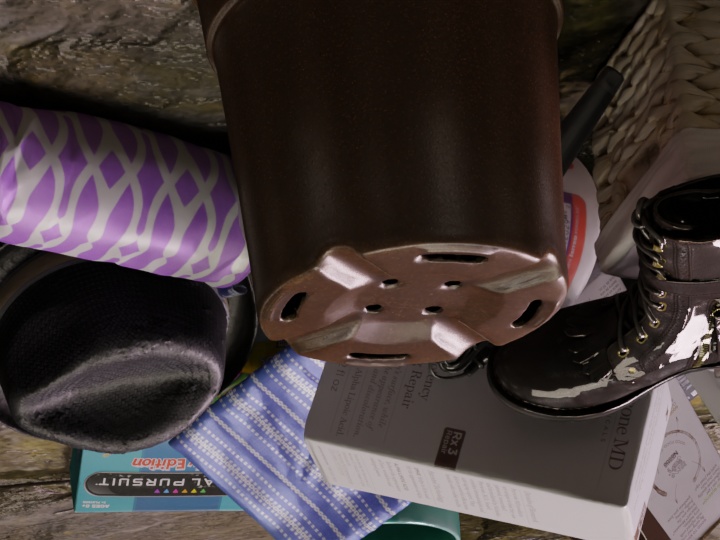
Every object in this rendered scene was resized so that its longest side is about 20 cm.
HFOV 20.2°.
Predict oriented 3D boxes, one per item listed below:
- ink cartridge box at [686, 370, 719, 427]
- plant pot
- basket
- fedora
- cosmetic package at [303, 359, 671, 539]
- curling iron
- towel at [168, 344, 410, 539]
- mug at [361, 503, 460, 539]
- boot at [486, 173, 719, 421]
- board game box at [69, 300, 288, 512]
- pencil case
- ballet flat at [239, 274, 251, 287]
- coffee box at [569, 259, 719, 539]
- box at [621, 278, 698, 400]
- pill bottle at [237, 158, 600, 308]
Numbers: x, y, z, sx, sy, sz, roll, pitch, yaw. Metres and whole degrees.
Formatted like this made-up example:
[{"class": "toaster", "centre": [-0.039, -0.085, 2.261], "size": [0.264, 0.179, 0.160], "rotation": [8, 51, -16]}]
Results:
[{"class": "ink cartridge box", "centre": [0.339, 0.057, 1.416], "size": [0.199, 0.117, 0.068], "rotation": [-18, 144, -17]}, {"class": "plant pot", "centre": [0.016, -0.071, 0.992], "size": [0.198, 0.200, 0.201], "rotation": [-4, 156, -2]}, {"class": "basket", "centre": [0.236, -0.073, 1.129], "size": [0.198, 0.124, 0.136], "rotation": [1, 156, -16]}, {"class": "fedora", "centre": [-0.158, 0.055, 1.283], "size": [0.199, 0.092, 0.202], "rotation": [-7, 123, -10]}, {"class": "cosmetic package", "centre": [0.077, 0.090, 1.205], "size": [0.198, 0.102, 0.074], "rotation": [9, 154, 18]}, {"class": "curling iron", "centre": [0.091, -0.027, 1.139], "size": [0.049, 0.026, 0.201], "rotation": [18, 106, -37]}, {"class": "towel", "centre": [-0.011, 0.109, 1.339], "size": [0.200, 0.024, 0.145], "rotation": [-38, 108, 26]}, {"class": "mug", "centre": [0.012, 0.169, 1.651], "size": [0.151, 0.115, 0.185], "rotation": [14, 149, -37]}, {"class": "boot", "centre": [0.157, 0.006, 1.070], "size": [0.198, 0.070, 0.174], "rotation": [-13, 153, 3]}, {"class": "board game box", "centre": [-0.119, 0.086, 1.417], "size": [0.150, 0.047, 0.201], "rotation": [1, 131, -15]}, {"class": "pencil case", "centre": [-0.148, -0.044, 1.173], "size": [0.199, 0.085, 0.085], "rotation": [15, 173, -36]}, {"class": "ballet flat", "centre": [0.000, 0.000, 1.320], "size": [0.198, 0.070, 0.070], "rotation": [-9, 157, 8]}, {"class": "coffee box", "centre": [0.151, 0.090, 1.329], "size": [0.201, 0.080, 0.114], "rotation": [58, 159, -21]}, {"class": "box", "centre": [0.174, 0.080, 1.469], "size": [0.200, 0.051, 0.158], "rotation": [-39, 150, 10]}, {"class": "pill bottle", "centre": [0.033, -0.034, 1.189], "size": [0.199, 0.112, 0.111], "rotation": [10, 152, -32]}]
